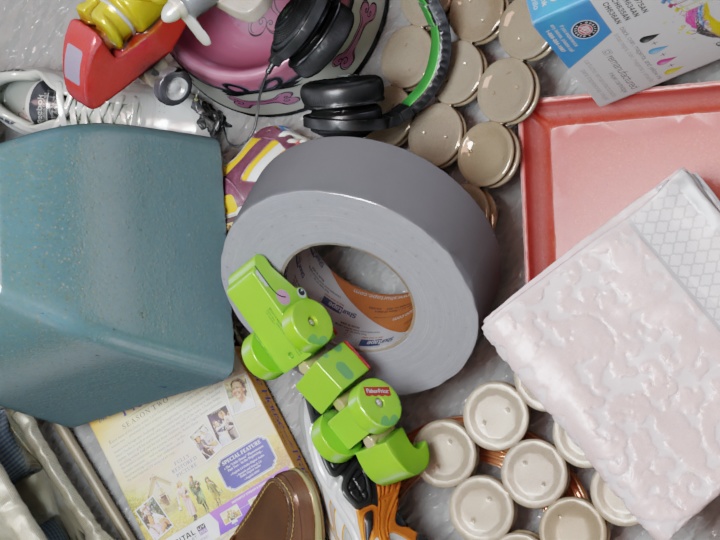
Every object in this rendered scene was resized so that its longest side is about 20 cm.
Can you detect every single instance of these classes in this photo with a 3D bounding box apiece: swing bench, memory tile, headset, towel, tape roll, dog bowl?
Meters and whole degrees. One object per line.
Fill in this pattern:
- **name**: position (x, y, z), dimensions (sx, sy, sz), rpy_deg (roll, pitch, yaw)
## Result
- **swing bench**: position (-0.291, 0.192, 1.556), dimensions (0.130, 0.200, 0.199), rpy_deg (-39, 74, 13)
- **memory tile**: position (0.147, 0.133, 1.456), dimensions (0.200, 0.017, 0.154), rpy_deg (-38, 79, 17)
- **headset**: position (-0.030, -0.153, 1.504), dimensions (0.199, 0.094, 0.124), rpy_deg (-29, 106, -10)
- **memory tile**: position (0.068, -0.126, 1.525), dimensions (0.153, 0.017, 0.201), rpy_deg (22, 94, 38)
- **towel**: position (0.218, 0.056, 1.401), dimensions (0.191, 0.032, 0.200), rpy_deg (-39, 79, -1)
- **tape roll**: position (0.000, 0.000, 1.470), dimensions (0.199, 0.066, 0.201), rpy_deg (13, 135, 14)
- **dog bowl**: position (-0.081, -0.226, 1.578), dimensions (0.199, 0.074, 0.201), rpy_deg (-2, 85, 20)

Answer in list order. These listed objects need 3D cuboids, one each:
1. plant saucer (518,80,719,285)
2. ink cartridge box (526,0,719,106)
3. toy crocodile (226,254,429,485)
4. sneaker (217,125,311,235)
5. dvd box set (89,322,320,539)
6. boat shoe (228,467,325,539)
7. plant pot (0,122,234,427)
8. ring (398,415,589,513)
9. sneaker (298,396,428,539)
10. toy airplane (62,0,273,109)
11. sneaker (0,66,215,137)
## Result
- **plant saucer**: position (0.219, -0.033, 1.470), dimensions (0.198, 0.037, 0.201), rpy_deg (-4, 85, 20)
- **ink cartridge box**: position (0.221, -0.238, 1.409), dimensions (0.199, 0.147, 0.145), rpy_deg (-21, 61, 19)
- **toy crocodile**: position (-0.024, 0.073, 1.450), dimensions (0.200, 0.062, 0.067), rpy_deg (50, 133, 3)
- **sneaker**: position (-0.042, -0.078, 1.541), dimensions (0.199, 0.075, 0.091), rpy_deg (-15, 65, 27)
- **dvd box set**: position (-0.126, 0.147, 1.587), dimensions (0.146, 0.029, 0.201), rpy_deg (-33, 76, 16)
- **boat shoe**: position (-0.081, 0.237, 1.503), dimensions (0.072, 0.067, 0.201), rpy_deg (50, 131, 42)
- **plant pot**: position (-0.237, -0.007, 1.511), dimensions (0.196, 0.199, 0.197), rpy_deg (-18, 68, 37)
- **ring**: position (0.084, 0.210, 1.511), dimensions (0.199, 0.019, 0.202), rpy_deg (-2, 85, 22)
- **sneaker**: position (-0.009, 0.188, 1.496), dimensions (0.092, 0.075, 0.201), rpy_deg (-38, 70, 44)
- **toy airplane**: position (-0.152, -0.238, 1.491), dimensions (0.199, 0.141, 0.200), rpy_deg (-21, 59, 32)
- **sneaker**: position (-0.214, -0.124, 1.617), dimensions (0.199, 0.080, 0.077), rpy_deg (9, 87, 20)
